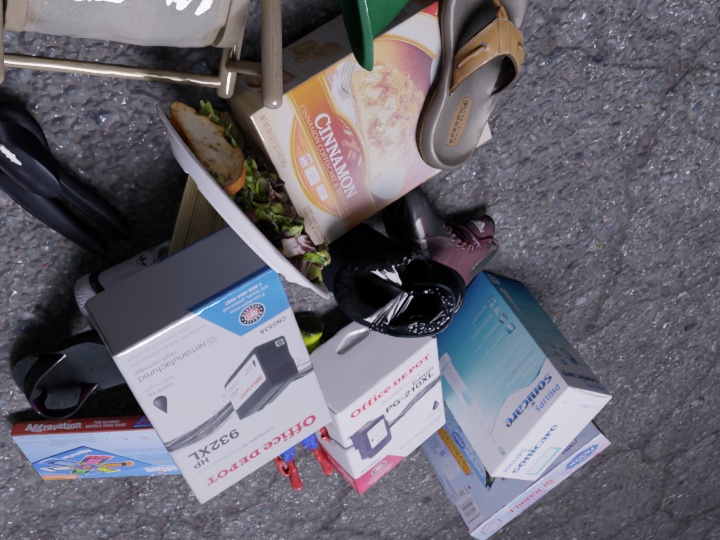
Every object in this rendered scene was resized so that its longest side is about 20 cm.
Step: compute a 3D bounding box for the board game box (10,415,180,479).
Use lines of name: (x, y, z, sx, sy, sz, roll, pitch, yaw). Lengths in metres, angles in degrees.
board game box: (-0.253, 0.188, 0.927, 0.199, 0.020, 0.103, -3, 140, 1)

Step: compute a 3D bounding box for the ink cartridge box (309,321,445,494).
ink cartridge box: (0.016, 0.148, 1.017, 0.145, 0.084, 0.200, -36, 145, -18)

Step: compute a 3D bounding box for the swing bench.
swing bench: (-0.154, -0.221, 0.586, 0.198, 0.130, 0.201, 0, 104, -28)

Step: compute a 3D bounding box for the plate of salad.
plate of salad: (-0.083, -0.060, 0.685, 0.048, 0.200, 0.200, -42, 136, 1)

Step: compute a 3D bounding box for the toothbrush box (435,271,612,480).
toothbrush box: (0.174, 0.123, 1.035, 0.085, 0.200, 0.147, 16, 119, -38)

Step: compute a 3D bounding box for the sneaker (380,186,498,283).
sneaker: (0.092, -0.045, 0.940, 0.115, 0.076, 0.200, -30, 146, -11)

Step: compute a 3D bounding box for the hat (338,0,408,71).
hat: (0.063, -0.262, 0.626, 0.175, 0.166, 0.201, -14, 111, -3)

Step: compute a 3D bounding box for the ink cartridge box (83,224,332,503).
ink cartridge box: (-0.123, 0.083, 0.754, 0.145, 0.084, 0.201, -30, 133, -16)

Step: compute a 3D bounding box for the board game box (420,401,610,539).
board game box: (0.176, 0.197, 1.104, 0.199, 0.200, 0.041, -40, 138, 10)

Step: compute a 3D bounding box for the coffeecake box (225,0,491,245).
coffeecake box: (0.003, -0.138, 0.767, 0.200, 0.073, 0.154, -34, 132, -10)

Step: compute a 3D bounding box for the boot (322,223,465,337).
boot: (0.000, 0.000, 0.802, 0.168, 0.199, 0.077, -5, 115, -77)

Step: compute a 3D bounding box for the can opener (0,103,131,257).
can opener: (-0.261, -0.066, 0.726, 0.063, 0.079, 0.200, -24, 150, 3)

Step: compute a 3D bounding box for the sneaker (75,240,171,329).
sneaker: (-0.177, 0.052, 0.854, 0.115, 0.075, 0.200, -31, 136, 1)

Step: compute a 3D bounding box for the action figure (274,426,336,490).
action figure: (-0.065, 0.197, 0.962, 0.065, 0.099, 0.201, -26, 138, -9)

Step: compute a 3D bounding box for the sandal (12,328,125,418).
sandal: (-0.277, 0.103, 0.814, 0.075, 0.048, 0.200, 39, 140, -23)

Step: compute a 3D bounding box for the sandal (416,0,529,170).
sandal: (0.098, -0.169, 0.720, 0.081, 0.055, 0.201, 1, 120, -30)

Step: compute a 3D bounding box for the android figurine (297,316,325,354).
android figurine: (-0.098, 0.146, 0.998, 0.181, 0.041, 0.201, -16, 135, -39)

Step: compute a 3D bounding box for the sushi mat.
sushi mat: (-0.123, -0.040, 0.788, 0.095, 0.012, 0.201, 15, 89, -36)
